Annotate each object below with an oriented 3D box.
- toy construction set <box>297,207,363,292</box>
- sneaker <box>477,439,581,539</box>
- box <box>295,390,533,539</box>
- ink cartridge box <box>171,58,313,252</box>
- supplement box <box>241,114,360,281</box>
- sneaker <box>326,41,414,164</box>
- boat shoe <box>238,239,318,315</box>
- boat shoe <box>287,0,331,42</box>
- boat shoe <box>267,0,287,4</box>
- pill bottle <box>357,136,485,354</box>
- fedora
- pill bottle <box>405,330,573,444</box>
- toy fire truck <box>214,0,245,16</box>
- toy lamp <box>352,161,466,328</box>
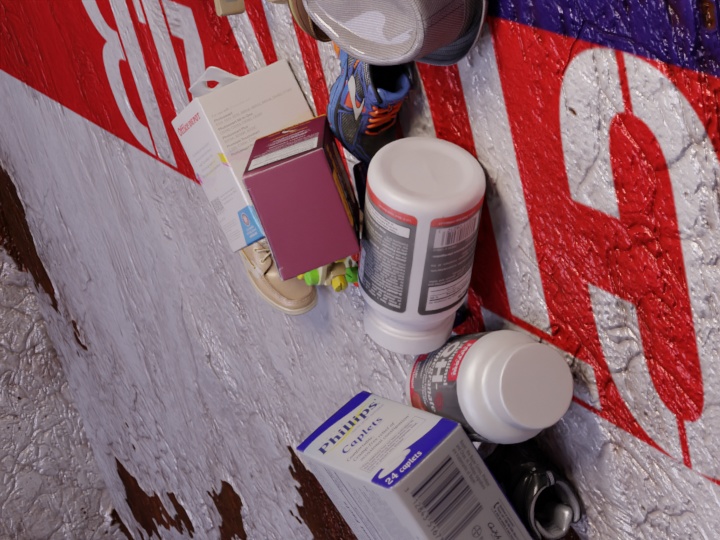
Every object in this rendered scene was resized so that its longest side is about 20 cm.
[{"bbox_3d":[0.000,0.000,1.752,0.200,0.091,0.132,39,132,36],"label":"toy construction set"},{"bbox_3d":[0.177,0.265,1.668,0.114,0.075,0.202,43,148,46],"label":"sneaker"},{"bbox_3d":[0.058,0.237,1.623,0.199,0.105,0.185,12,139,58],"label":"box"},{"bbox_3d":[-0.123,-0.145,1.825,0.202,0.124,0.128,65,158,-3],"label":"ink cartridge box"},{"bbox_3d":[-0.056,-0.077,1.563,0.200,0.085,0.111,-91,-18,-75],"label":"supplement box"},{"bbox_3d":[0.014,-0.179,1.554,0.078,0.075,0.201,42,152,35],"label":"sneaker"},{"bbox_3d":[-0.122,-0.028,2.021,0.200,0.073,0.070,51,161,31],"label":"boat shoe"},{"bbox_3d":[-0.027,-0.295,1.516,0.068,0.071,0.201,52,153,30],"label":"boat shoe"},{"bbox_3d":[-0.080,-0.325,1.609,0.073,0.065,0.200,62,158,2],"label":"boat shoe"},{"bbox_3d":[0.056,-0.021,1.544,0.116,0.115,0.202,46,144,36],"label":"pill bottle"},{"bbox_3d":[0.016,-0.247,1.385,0.199,0.090,0.178,27,141,31],"label":"fedora"},{"bbox_3d":[0.131,0.117,1.565,0.112,0.110,0.200,65,158,-5],"label":"pill bottle"},{"bbox_3d":[-0.216,-0.372,1.716,0.200,0.175,0.129,49,154,29],"label":"toy fire truck"},{"bbox_3d":[0.048,-0.027,1.663,0.202,0.058,0.058,65,158,-3],"label":"toy lamp"}]
